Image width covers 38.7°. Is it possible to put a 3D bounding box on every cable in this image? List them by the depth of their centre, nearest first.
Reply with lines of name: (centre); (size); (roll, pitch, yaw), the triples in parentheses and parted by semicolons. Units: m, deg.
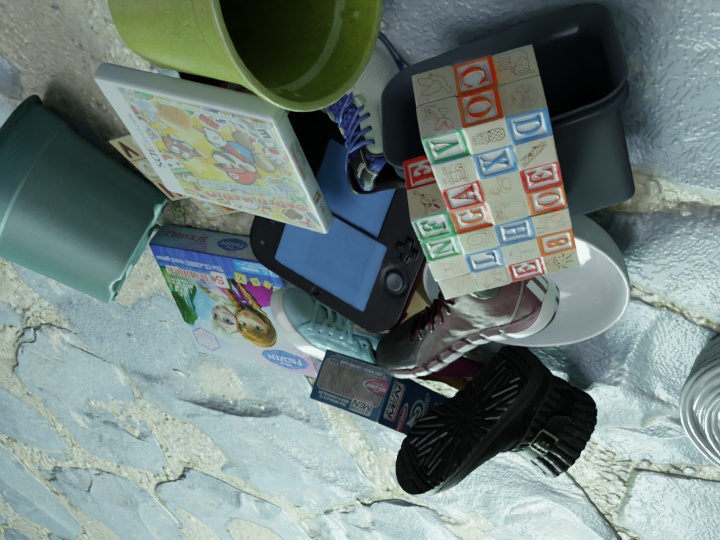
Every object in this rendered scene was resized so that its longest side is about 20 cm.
cable: (0.412, 0.138, 0.990); (0.198, 0.070, 0.201); (28, 142, 8)

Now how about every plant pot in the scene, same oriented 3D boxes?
plant pot: (-0.111, -0.239, 0.867); (0.182, 0.201, 0.202); (9, 138, 40)
plant pot: (-0.349, -0.070, 1.226); (0.194, 0.202, 0.200); (30, 144, -9)

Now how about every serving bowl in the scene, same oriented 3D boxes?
serving bowl: (0.162, -0.006, 0.997); (0.197, 0.067, 0.201); (9, 145, 6)

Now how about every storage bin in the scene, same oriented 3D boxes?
storage bin: (0.132, -0.113, 0.859); (0.197, 0.147, 0.135); (-17, 135, 16)

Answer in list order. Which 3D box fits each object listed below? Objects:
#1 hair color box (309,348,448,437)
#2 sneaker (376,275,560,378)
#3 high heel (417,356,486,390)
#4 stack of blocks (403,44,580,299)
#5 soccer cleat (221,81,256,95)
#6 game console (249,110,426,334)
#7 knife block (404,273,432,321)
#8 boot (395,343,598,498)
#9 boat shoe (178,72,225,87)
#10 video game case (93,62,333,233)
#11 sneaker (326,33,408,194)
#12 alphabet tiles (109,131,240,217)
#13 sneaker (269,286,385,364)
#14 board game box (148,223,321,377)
hair color box: (0.042, 0.154, 1.168); (0.099, 0.061, 0.199); (14, 169, 37)
sneaker: (0.076, 0.024, 0.956); (0.198, 0.076, 0.116); (-24, 127, 27)
high heel: (0.118, 0.139, 1.180); (0.199, 0.097, 0.067); (41, 142, -10)
stack of blocks: (0.091, -0.064, 0.759); (0.113, 0.059, 0.201); (-13, 146, 10)
soccer cleat: (-0.110, -0.149, 1.020); (0.076, 0.070, 0.200); (16, 154, -17)
game console: (-0.016, -0.050, 1.041); (0.198, 0.031, 0.179); (30, 117, 21)
knife block: (0.000, 0.000, 1.141); (0.174, 0.064, 0.200); (-20, 119, 47)
boot: (0.153, 0.188, 1.116); (0.211, 0.080, 0.158); (-42, 134, 9)
boat shoe: (-0.164, -0.213, 1.029); (0.066, 0.057, 0.202); (15, 139, 19)
video game case: (-0.135, -0.113, 0.973); (0.197, 0.023, 0.183); (16, 155, 24)
sneaker: (0.007, -0.140, 0.938); (0.198, 0.116, 0.081); (35, 142, -3)
alphabet tiles: (-0.174, -0.115, 1.051); (0.198, 0.008, 0.167); (-5, 139, 48)
sneaker: (-0.017, 0.070, 1.222); (0.081, 0.075, 0.199); (-31, 128, 33)
board game box: (-0.153, 0.040, 1.313); (0.197, 0.041, 0.201); (9, 136, 28)
